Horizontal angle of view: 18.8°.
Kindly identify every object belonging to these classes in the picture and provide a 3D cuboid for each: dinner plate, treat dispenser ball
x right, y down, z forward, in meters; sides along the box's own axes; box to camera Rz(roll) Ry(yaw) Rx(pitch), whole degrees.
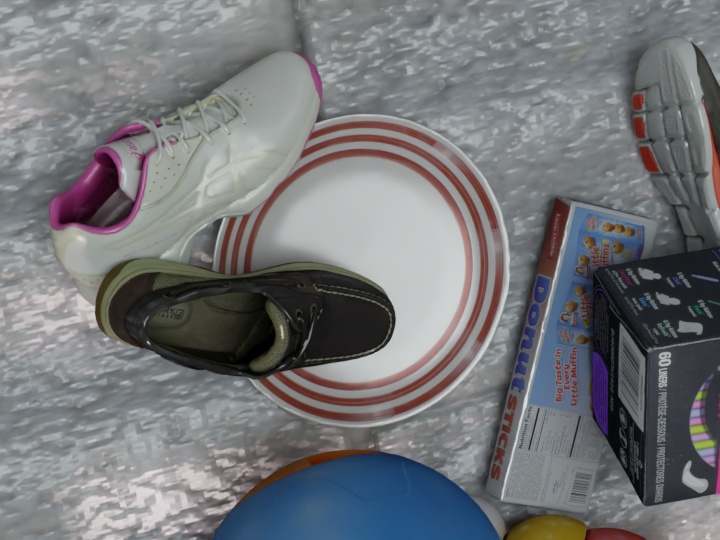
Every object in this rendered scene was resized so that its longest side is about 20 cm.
[{"bbox_3d":[0.000,0.000,1.385,0.198,0.024,0.202,-2,98,-16],"label":"dinner plate"},{"bbox_3d":[-0.003,0.210,1.320,0.199,0.201,0.203,-2,98,-16],"label":"treat dispenser ball"}]

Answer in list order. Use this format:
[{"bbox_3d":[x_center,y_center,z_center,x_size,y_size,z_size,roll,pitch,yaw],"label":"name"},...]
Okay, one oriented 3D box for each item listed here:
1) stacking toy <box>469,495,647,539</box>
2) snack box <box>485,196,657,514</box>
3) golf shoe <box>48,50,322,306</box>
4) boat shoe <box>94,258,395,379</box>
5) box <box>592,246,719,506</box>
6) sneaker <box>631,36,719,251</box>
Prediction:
[{"bbox_3d":[0.134,0.206,1.414,0.199,0.146,0.147,31,88,-3],"label":"stacking toy"},{"bbox_3d":[0.139,0.057,1.429,0.071,0.024,0.202,11,94,-28],"label":"snack box"},{"bbox_3d":[-0.105,-0.065,1.304,0.200,0.075,0.092,-46,144,-7],"label":"golf shoe"},{"bbox_3d":[-0.061,0.036,1.309,0.198,0.065,0.074,1,113,-30],"label":"boat shoe"},{"bbox_3d":[0.256,0.058,1.376,0.198,0.106,0.123,-10,121,-11],"label":"box"},{"bbox_3d":[0.242,-0.071,1.430,0.082,0.077,0.201,-31,116,-21],"label":"sneaker"}]
